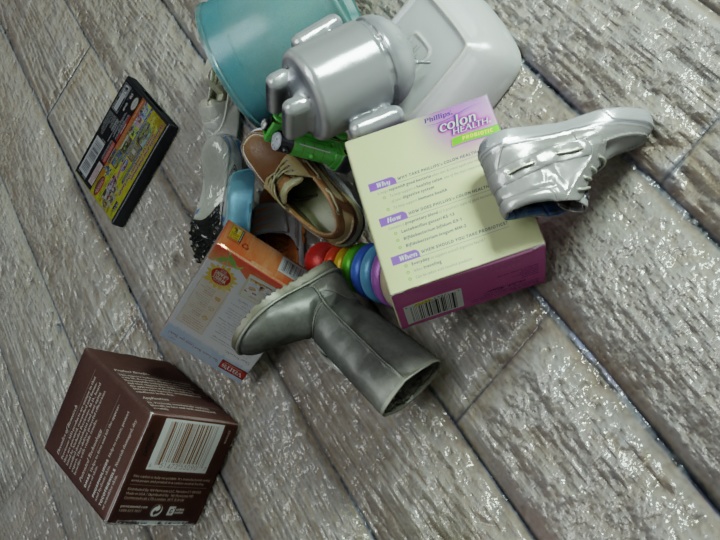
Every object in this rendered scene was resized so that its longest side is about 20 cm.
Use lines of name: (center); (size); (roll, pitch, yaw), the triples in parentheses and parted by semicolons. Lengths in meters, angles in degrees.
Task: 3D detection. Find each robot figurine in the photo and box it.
robot figurine: (-0.017, -0.231, 1.172); (0.197, 0.113, 0.171); (-27, 73, -15)

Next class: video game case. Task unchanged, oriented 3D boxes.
video game case: (-0.406, -0.207, 1.699); (0.181, 0.025, 0.202); (45, 108, 39)

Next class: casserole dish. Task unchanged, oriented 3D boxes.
casserole dish: (-0.169, -0.080, 1.368); (0.200, 0.038, 0.124); (-121, 37, -77)

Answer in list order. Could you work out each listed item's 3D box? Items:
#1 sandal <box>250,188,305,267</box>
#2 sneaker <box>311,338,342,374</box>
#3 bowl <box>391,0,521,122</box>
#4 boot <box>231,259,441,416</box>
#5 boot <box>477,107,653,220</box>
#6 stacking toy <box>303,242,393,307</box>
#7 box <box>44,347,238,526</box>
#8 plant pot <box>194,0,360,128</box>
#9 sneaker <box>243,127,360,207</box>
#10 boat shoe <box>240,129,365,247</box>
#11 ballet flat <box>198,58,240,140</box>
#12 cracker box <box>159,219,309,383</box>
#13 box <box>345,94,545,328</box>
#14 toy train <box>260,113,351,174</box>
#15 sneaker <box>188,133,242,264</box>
sandal: (-0.117, -0.036, 1.374); (0.078, 0.059, 0.211); (-27, 62, 33)
sneaker: (-0.036, 0.075, 1.255); (0.199, 0.086, 0.076); (40, 106, 42)
bowl: (0.087, -0.262, 1.247); (0.200, 0.074, 0.201); (-46, 53, 21)
boot: (-0.031, 0.098, 1.157); (0.181, 0.073, 0.201); (-36, 67, -14)
boot: (0.225, -0.105, 1.031); (0.196, 0.074, 0.097); (-12, 68, -8)
stacking toy: (0.000, 0.000, 1.256); (0.198, 0.084, 0.087); (7, 83, 49)
box: (-0.312, 0.236, 1.400); (0.199, 0.164, 0.167); (30, 99, 42)
plant pot: (-0.095, -0.325, 1.358); (0.185, 0.200, 0.203); (-27, 60, 15)
sneaker: (-0.065, -0.123, 1.343); (0.199, 0.114, 0.076); (41, 107, 3)
boat shoe: (-0.078, -0.109, 1.235); (0.199, 0.074, 0.076); (41, 105, 19)
ballet flat: (-0.220, -0.272, 1.526); (0.068, 0.069, 0.205); (-3, 76, 40)
cracker box: (-0.168, 0.046, 1.314); (0.201, 0.133, 0.058); (-51, 12, 37)
box: (0.094, -0.066, 1.111); (0.172, 0.097, 0.203); (-18, 64, 2)
toy train: (-0.036, -0.153, 1.241); (0.042, 0.197, 0.057); (-50, 44, 36)
sneaker: (-0.209, -0.102, 1.477); (0.071, 0.072, 0.205); (18, 104, 31)
